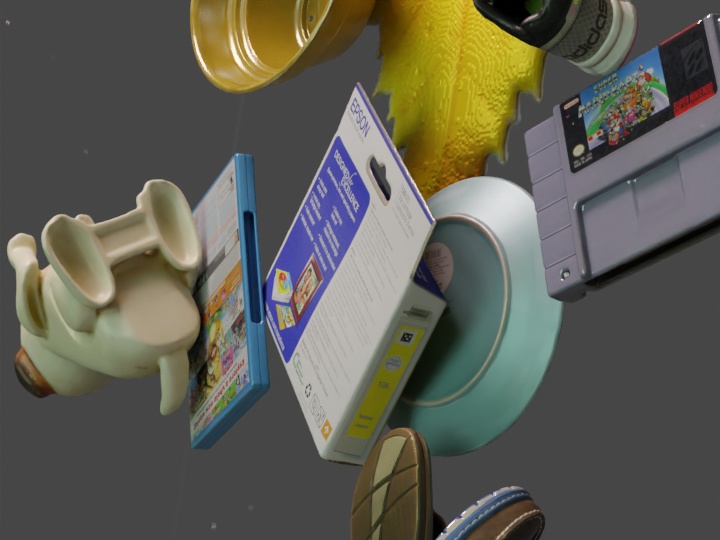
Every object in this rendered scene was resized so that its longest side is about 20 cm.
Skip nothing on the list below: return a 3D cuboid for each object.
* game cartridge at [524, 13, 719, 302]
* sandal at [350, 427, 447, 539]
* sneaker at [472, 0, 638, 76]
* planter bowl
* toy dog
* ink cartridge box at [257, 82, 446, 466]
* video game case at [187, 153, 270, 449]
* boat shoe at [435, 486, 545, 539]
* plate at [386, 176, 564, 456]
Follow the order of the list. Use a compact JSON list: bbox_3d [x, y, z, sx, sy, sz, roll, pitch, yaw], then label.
[{"bbox_3d":[0.187,-0.074,1.073,0.200,0.038,0.130,-30,61,41],"label":"game cartridge"},{"bbox_3d":[0.040,0.206,1.145,0.080,0.054,0.201,-15,81,52],"label":"sandal"},{"bbox_3d":[0.110,-0.209,1.165,0.074,0.087,0.200,-54,43,23],"label":"sneaker"},{"bbox_3d":[-0.044,-0.227,1.357,0.200,0.083,0.201,-21,62,46],"label":"planter bowl"},{"bbox_3d":[-0.215,0.038,1.435,0.194,0.139,0.200,56,142,-3],"label":"toy dog"},{"bbox_3d":[0.000,0.000,1.222,0.200,0.047,0.198,-62,30,25],"label":"ink cartridge box"},{"bbox_3d":[-0.111,0.026,1.374,0.143,0.018,0.201,135,135,-55],"label":"video game case"},{"bbox_3d":[0.059,0.221,1.055,0.072,0.072,0.200,31,64,30],"label":"boat shoe"},{"bbox_3d":[0.062,0.029,1.193,0.200,0.026,0.201,-19,64,46],"label":"plate"}]
